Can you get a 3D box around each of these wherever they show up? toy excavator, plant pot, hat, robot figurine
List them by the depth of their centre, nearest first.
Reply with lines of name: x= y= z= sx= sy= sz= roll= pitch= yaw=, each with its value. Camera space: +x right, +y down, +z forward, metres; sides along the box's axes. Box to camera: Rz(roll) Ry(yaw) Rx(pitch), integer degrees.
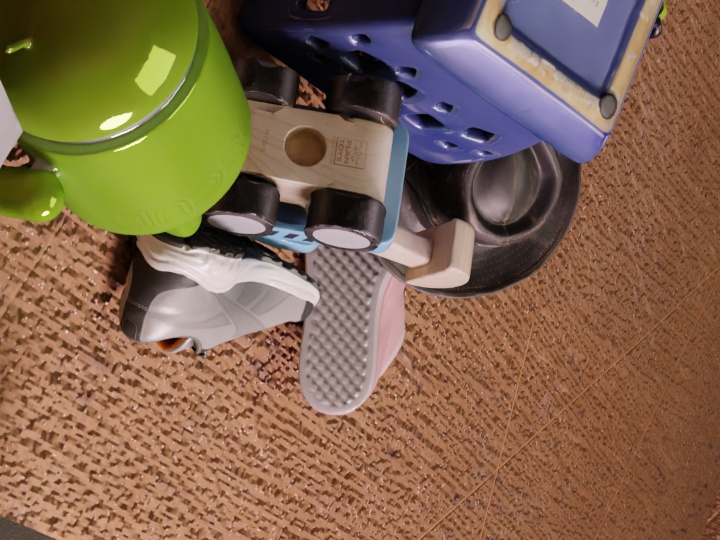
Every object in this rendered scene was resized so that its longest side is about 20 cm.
robot figurine: x=-0.123 y=-0.094 z=1.184 sx=0.176 sy=0.115 sz=0.200 roll=-57 pitch=157 yaw=-14
plant pot: x=0.075 y=-0.185 z=1.441 sx=0.200 sy=0.179 sz=0.201 roll=31 pitch=78 yaw=-41
toy excavator: x=-0.012 y=-0.046 z=1.470 sx=0.200 sy=0.193 sz=0.101 roll=120 pitch=-21 yaw=-74
hat: x=0.086 y=-0.078 z=1.591 sx=0.081 sy=0.200 sz=0.202 roll=11 pitch=-99 yaw=68

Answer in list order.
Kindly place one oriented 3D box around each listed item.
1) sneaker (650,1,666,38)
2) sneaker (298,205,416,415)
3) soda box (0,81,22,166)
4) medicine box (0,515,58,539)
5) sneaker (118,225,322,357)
sneaker: x=0.178 y=-0.156 z=1.932 sx=0.200 sy=0.083 sz=0.072 roll=-53 pitch=159 yaw=2
sneaker: x=0.000 y=0.000 z=1.672 sx=0.105 sy=0.075 sz=0.202 roll=-12 pitch=113 yaw=-82
soda box: x=-0.213 y=-0.101 z=1.016 sx=0.069 sy=0.063 sz=0.200 roll=-61 pitch=158 yaw=-26
medicine box: x=-0.227 y=0.235 z=1.217 sx=0.200 sy=0.102 sz=0.183 roll=-2 pitch=109 yaw=-70
sneaker: x=-0.092 y=0.014 z=1.448 sx=0.080 sy=0.074 sz=0.200 roll=-64 pitch=155 yaw=7
